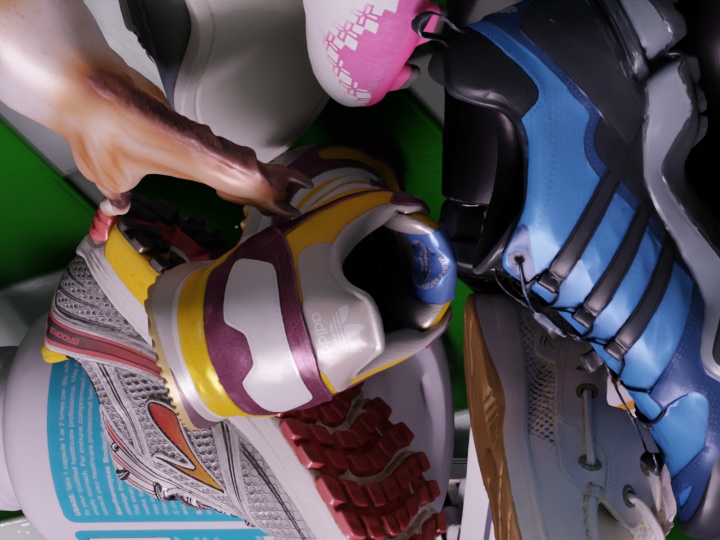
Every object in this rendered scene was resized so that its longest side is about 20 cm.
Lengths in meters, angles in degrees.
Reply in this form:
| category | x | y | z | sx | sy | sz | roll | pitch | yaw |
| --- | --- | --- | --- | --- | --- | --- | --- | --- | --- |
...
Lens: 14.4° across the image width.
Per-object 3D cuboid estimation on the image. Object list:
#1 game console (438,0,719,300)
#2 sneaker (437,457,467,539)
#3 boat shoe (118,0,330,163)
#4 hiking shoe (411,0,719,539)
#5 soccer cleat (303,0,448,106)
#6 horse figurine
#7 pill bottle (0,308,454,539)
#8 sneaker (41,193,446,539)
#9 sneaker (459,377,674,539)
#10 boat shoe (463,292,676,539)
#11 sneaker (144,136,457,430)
| category | x | y | z | sx | sy | sz | roll | pitch | yaw |
| --- | --- | --- | --- | --- | --- | --- | --- | --- | --- |
| game console | 0.136 | -0.041 | 1.040 | 0.200 | 0.117 | 0.176 | 7 | 173 | 12 |
| sneaker | 0.044 | 0.111 | 1.222 | 0.200 | 0.072 | 0.072 | -14 | 162 | 37 |
| boat shoe | -0.054 | -0.109 | 1.000 | 0.062 | 0.073 | 0.200 | 49 | 166 | 30 |
| hiking shoe | 0.081 | 0.000 | 0.954 | 0.087 | 0.200 | 0.074 | -17 | -175 | -6 |
| soccer cleat | -0.006 | -0.135 | 0.918 | 0.086 | 0.070 | 0.200 | 5 | 137 | -13 |
| horse figurine | -0.115 | -0.081 | 0.984 | 0.200 | 0.050 | 0.133 | 47 | 168 | -13 |
| pill bottle | -0.070 | 0.063 | 1.173 | 0.200 | 0.111 | 0.111 | -2 | 141 | 22 |
| sneaker | -0.044 | 0.063 | 1.070 | 0.078 | 0.200 | 0.082 | 1 | 131 | -55 |
| sneaker | 0.080 | 0.119 | 1.139 | 0.079 | 0.078 | 0.200 | 12 | 116 | 15 |
| boat shoe | 0.080 | 0.077 | 0.995 | 0.069 | 0.200 | 0.071 | -4 | 132 | -3 |
| sneaker | 0.000 | 0.000 | 1.006 | 0.090 | 0.200 | 0.075 | -11 | 108 | 22 |
